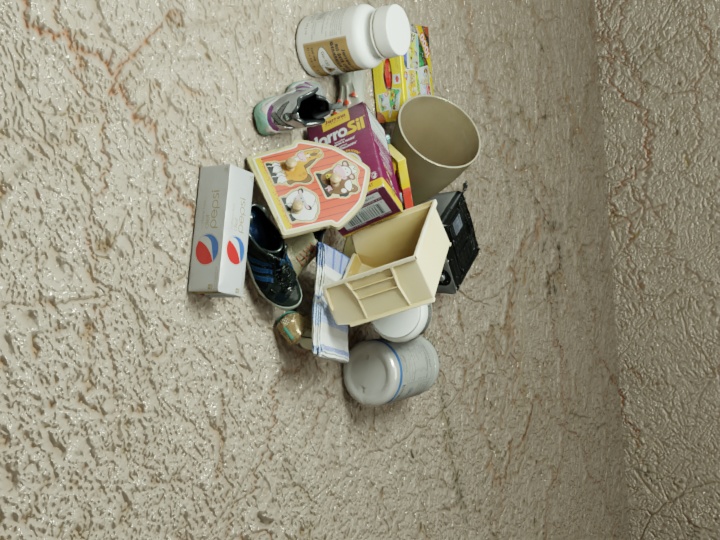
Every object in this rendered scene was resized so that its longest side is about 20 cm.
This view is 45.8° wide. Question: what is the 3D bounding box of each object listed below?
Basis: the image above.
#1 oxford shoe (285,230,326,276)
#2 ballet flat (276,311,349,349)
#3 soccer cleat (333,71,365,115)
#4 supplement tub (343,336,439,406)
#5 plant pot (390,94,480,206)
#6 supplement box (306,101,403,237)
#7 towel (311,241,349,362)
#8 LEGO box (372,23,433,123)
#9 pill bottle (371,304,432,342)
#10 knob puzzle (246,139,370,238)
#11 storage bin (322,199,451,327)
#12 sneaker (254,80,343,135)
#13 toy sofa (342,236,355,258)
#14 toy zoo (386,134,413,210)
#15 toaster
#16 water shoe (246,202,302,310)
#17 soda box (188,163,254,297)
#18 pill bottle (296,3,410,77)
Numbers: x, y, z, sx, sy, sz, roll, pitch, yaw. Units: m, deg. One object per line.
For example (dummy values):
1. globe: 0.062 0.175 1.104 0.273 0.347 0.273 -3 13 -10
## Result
1. oxford shoe: -0.111 -0.036 1.525 0.071 0.073 0.203 54 46 -45
2. ballet flat: -0.078 0.121 1.578 0.198 0.071 0.066 8 44 -52
3. soccer cleat: -0.015 -0.355 1.703 0.077 0.068 0.205 -4 90 -61
4. supplement tub: 0.065 0.203 1.756 0.199 0.129 0.136 -1 90 -59
5. plant pot: 0.131 -0.230 1.804 0.189 0.185 0.201 -61 -179 -39
6. supplement box: -0.011 -0.186 1.572 0.103 0.129 0.204 46 26 -54
7. towel: -0.048 0.062 1.534 0.147 0.023 0.205 30 59 -66
8. LEGO box: 0.093 -0.431 1.869 0.148 0.076 0.205 -18 104 -57
9. pill bottle: 0.078 0.080 1.647 0.200 0.113 0.120 21 70 -80
10. knob puzzle: -0.072 -0.154 1.444 0.031 0.216 0.222 104 10 -54
11. storage bin: 0.047 -0.012 1.506 0.095 0.195 0.201 61 27 -23
12. sneaker: -0.083 -0.293 1.517 0.200 0.137 0.079 -46 126 -48
13. toy sofa: 0.000 0.000 1.701 0.098 0.081 0.204 44 53 -48
14. toy zoo: 0.067 -0.183 1.766 0.020 0.131 0.204 -22 121 -17
15. toaster: 0.190 -0.075 1.978 0.201 0.116 0.184 -54 134 -43
16. water shoe: -0.152 -0.018 1.425 0.071 0.078 0.203 -37 109 -23
17. soda box: -0.221 -0.061 1.354 0.063 0.067 0.205 16 75 -57
18. pill bottle: -0.012 -0.430 1.581 0.113 0.196 0.117 2 88 -57
